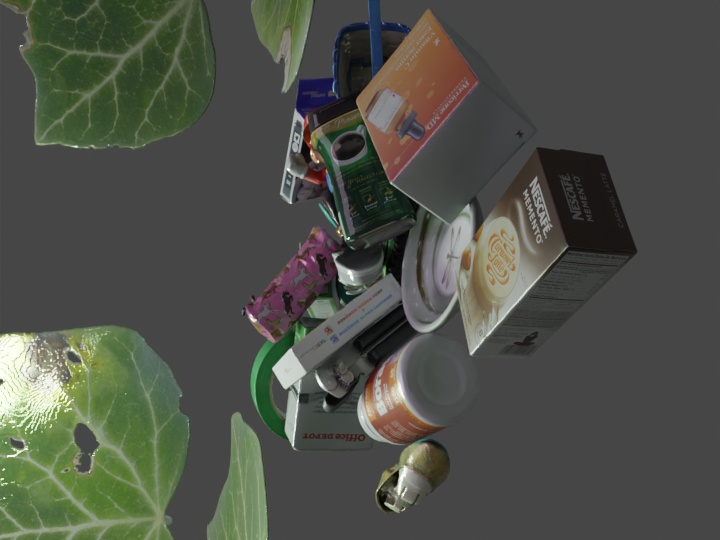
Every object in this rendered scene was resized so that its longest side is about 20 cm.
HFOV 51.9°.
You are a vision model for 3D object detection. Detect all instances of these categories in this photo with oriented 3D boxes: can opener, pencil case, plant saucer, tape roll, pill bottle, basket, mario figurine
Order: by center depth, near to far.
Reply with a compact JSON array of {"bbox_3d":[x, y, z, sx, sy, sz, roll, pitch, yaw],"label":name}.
[{"bbox_3d":[0.114,-0.019,0.944,0.199,0.049,0.206,-168,89,-71],"label":"plant saucer"},{"bbox_3d":[0.065,0.165,0.971,0.200,0.109,0.115,131,139,-60],"label":"pill bottle"},{"bbox_3d":[0.010,0.117,1.044,0.052,0.199,0.067,41,143,16],"label":"can opener"},{"bbox_3d":[-0.037,-0.155,1.113,0.204,0.121,0.106,65,152,13],"label":"mario figurine"},{"bbox_3d":[0.024,-0.313,1.130,0.200,0.135,0.182,67,-159,-76],"label":"basket"},{"bbox_3d":[-0.106,0.021,1.228,0.201,0.086,0.083,-48,-4,-8],"label":"pencil case"},{"bbox_3d":[-0.094,0.198,1.302,0.048,0.195,0.207,-155,71,-69],"label":"tape roll"}]

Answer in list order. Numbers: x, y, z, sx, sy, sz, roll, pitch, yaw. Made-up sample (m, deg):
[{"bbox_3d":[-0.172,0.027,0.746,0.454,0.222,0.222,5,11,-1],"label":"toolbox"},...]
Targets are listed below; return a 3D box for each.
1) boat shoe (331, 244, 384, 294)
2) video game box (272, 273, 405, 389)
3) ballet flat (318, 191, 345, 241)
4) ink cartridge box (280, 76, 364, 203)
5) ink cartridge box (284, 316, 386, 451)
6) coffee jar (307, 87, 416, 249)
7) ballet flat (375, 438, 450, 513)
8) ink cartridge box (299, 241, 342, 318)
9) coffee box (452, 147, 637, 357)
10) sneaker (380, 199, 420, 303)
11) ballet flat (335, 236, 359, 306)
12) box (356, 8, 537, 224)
[{"bbox_3d":[-0.002,0.000,1.100,0.202,0.073,0.067,-155,47,-78],"label":"boat shoe"},{"bbox_3d":[-0.037,0.093,1.080,0.047,0.181,0.200,50,159,3],"label":"video game box"},{"bbox_3d":[0.005,-0.046,1.225,0.203,0.067,0.068,61,174,-16],"label":"ballet flat"},{"bbox_3d":[-0.042,-0.227,1.265,0.043,0.195,0.205,33,125,32],"label":"ink cartridge box"},{"bbox_3d":[-0.044,0.190,1.240,0.083,0.142,0.206,-152,69,-71],"label":"ink cartridge box"},{"bbox_3d":[-0.001,-0.140,1.010,0.085,0.102,0.205,29,-139,-74],"label":"coffee jar"},{"bbox_3d":[0.066,0.288,1.001,0.201,0.069,0.073,120,149,-58],"label":"ballet flat"},{"bbox_3d":[-0.069,0.028,1.370,0.201,0.057,0.107,75,-168,-73],"label":"ink cartridge box"},{"bbox_3d":[0.173,-0.011,0.740,0.201,0.077,0.117,119,149,-51],"label":"coffee box"},{"bbox_3d":[0.059,-0.061,1.093,0.085,0.076,0.206,-136,52,-66],"label":"sneaker"},{"bbox_3d":[-0.010,-0.037,1.321,0.071,0.067,0.207,127,144,-87],"label":"ballet flat"},{"bbox_3d":[0.095,-0.189,0.893,0.153,0.105,0.202,-47,36,22],"label":"box"}]
